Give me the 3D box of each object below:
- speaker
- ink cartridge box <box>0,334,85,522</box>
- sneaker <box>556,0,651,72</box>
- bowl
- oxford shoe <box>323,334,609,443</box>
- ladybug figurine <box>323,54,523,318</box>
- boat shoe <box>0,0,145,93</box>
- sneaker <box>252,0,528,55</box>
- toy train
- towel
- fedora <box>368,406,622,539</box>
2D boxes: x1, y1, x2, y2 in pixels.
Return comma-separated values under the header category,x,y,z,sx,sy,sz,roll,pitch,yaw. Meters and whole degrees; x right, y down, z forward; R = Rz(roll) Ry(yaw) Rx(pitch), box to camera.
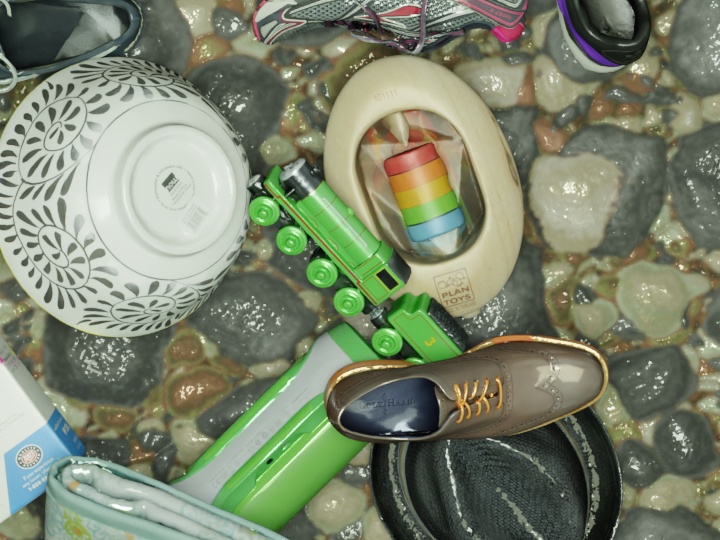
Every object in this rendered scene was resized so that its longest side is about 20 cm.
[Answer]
category,x,y,z,sx,sy,sz,roll,pitch,yaw
speaker,-0.057,0.132,1.374,0.200,0.088,0.088,-44,96,1
ink cartridge box,-0.305,0.089,1.361,0.116,0.067,0.200,-35,97,1
sneaker,0.154,-0.237,1.347,0.070,0.100,0.200,-32,97,-3
bowl,-0.146,-0.053,1.305,0.201,0.094,0.201,1,89,-32
oxford shoe,0.076,0.090,1.297,0.200,0.073,0.071,-10,99,0
ladybug figurine,0.047,-0.060,1.366,0.136,0.072,0.200,-16,101,6
boat shoe,-0.253,-0.165,1.345,0.200,0.062,0.075,-5,97,-3
sneaker,0.021,-0.187,1.347,0.200,0.081,0.075,-9,95,4
toy train,0.000,0.000,1.328,0.056,0.042,0.200,-36,106,25
towel,-0.134,0.226,1.330,0.200,0.048,0.171,22,133,11
fedora,0.105,0.160,1.383,0.200,0.092,0.201,0,95,-4
